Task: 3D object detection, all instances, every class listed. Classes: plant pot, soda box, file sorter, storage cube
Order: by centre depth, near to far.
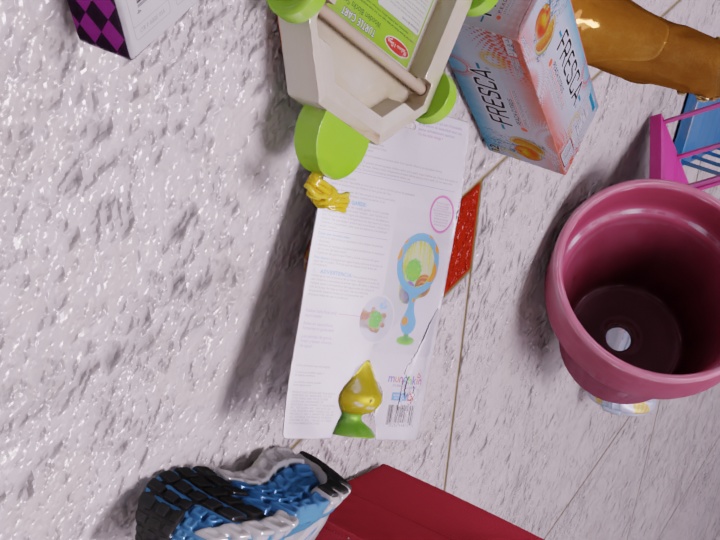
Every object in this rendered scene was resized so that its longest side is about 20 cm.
[{"bbox_3d":[0.109,-0.140,0.889,0.064,0.068,0.200,-63,156,-12],"label":"soda box"},{"bbox_3d":[0.029,0.262,0.921,0.171,0.179,0.201,-3,114,-64],"label":"storage cube"},{"bbox_3d":[0.266,0.040,1.241,0.200,0.199,0.179,-59,170,-21],"label":"plant pot"},{"bbox_3d":[0.383,-0.057,1.329,0.200,0.125,0.139,60,28,-31],"label":"file sorter"},{"bbox_3d":[0.459,-0.183,1.520,0.200,0.122,0.139,-23,131,-58],"label":"file sorter"}]

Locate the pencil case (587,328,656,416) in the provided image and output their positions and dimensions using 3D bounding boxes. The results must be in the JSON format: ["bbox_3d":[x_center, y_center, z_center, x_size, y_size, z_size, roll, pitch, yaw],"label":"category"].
[{"bbox_3d":[0.314,0.063,1.464,0.091,0.083,0.201,-62,165,-64],"label":"pencil case"}]

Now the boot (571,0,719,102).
[{"bbox_3d":[0.202,-0.176,0.963,0.201,0.144,0.071,7,103,-65],"label":"boot"}]

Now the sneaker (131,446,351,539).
[{"bbox_3d":[-0.072,0.162,0.765,0.200,0.075,0.087,7,109,-65],"label":"sneaker"}]

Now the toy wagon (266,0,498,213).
[{"bbox_3d":[0.006,-0.130,0.699,0.155,0.039,0.201,27,85,-55],"label":"toy wagon"}]

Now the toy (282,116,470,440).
[{"bbox_3d":[0.000,0.000,0.788,0.115,0.047,0.201,8,88,-45],"label":"toy"}]

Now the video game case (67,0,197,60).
[{"bbox_3d":[-0.066,-0.214,0.505,0.181,0.036,0.200,-52,152,-31],"label":"video game case"}]
